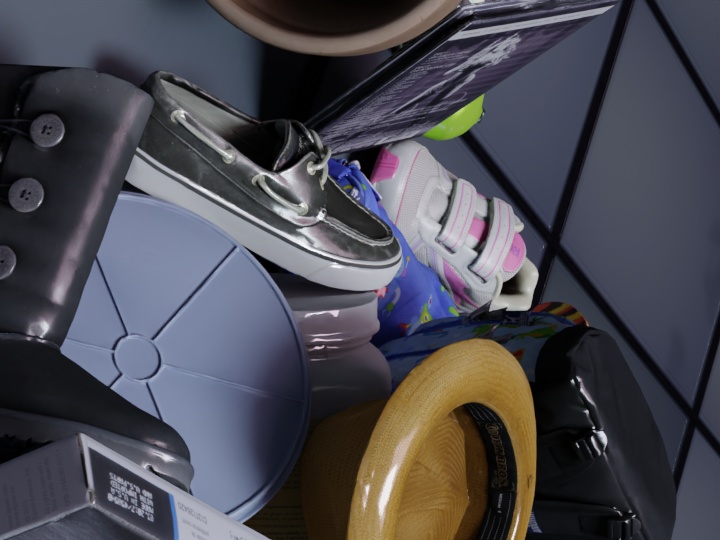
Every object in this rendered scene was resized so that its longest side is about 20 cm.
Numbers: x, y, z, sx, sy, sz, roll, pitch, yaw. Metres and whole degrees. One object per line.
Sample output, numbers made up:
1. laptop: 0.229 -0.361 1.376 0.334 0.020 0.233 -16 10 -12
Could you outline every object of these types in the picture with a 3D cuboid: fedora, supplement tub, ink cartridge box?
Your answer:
1. fedora: 0.024 0.124 1.129 0.200 0.082 0.202 -29 125 -52
2. supplement tub: -0.055 0.110 1.210 0.145 0.145 0.201 -12 107 -58
3. ink cartridge box: -0.160 0.156 0.995 0.198 0.199 0.047 39 32 -55

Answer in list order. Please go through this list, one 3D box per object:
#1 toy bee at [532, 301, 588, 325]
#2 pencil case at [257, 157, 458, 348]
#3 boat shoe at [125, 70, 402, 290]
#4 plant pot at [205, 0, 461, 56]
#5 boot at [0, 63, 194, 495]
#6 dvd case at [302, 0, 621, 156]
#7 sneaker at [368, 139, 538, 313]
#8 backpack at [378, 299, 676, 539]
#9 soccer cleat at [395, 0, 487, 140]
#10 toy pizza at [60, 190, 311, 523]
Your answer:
1. toy bee: 0.118 0.107 1.418 0.131 0.108 0.201 42 67 -42
2. pencil case: 0.000 0.000 1.341 0.087 0.078 0.200 -51 144 -9
3. boat shoe: -0.048 -0.050 1.174 0.199 0.071 0.064 24 118 -30
4. plant pot: -0.001 -0.223 1.209 0.175 0.199 0.201 -15 111 -77
5. boot: -0.138 0.001 1.015 0.066 0.164 0.201 94 10 -65
6. dvd case: 0.048 -0.119 1.275 0.148 0.200 0.016 -16 79 -45
7. sneaker: 0.068 -0.029 1.441 0.200 0.088 0.082 43 60 -54
8. backpack: 0.080 0.101 1.282 0.164 0.199 0.154 61 29 -28
9. soccer cleat: 0.059 -0.189 1.414 0.081 0.067 0.201 2 96 -49
10. toy pizza: -0.120 0.052 1.082 0.200 0.200 0.032 -57 -174 -35
